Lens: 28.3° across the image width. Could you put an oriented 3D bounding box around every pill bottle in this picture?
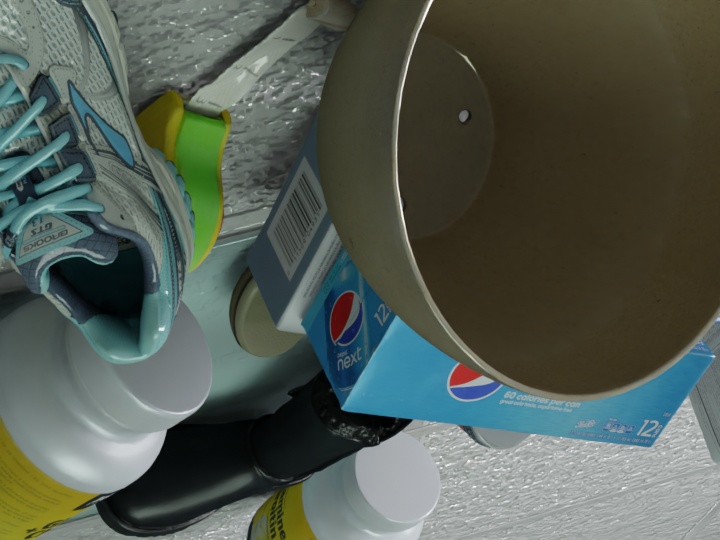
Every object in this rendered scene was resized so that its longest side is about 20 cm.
[{"bbox_3d":[-0.014,0.212,1.226,0.112,0.113,0.200,-3,153,-31],"label":"pill bottle"},{"bbox_3d":[-0.179,0.083,0.791,0.200,0.113,0.112,-31,154,31],"label":"pill bottle"}]

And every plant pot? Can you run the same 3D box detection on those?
[{"bbox_3d":[0.058,-0.055,0.610,0.199,0.202,0.134,-2,-174,-33],"label":"plant pot"}]

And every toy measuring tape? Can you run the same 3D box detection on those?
[{"bbox_3d":[-0.071,-0.046,0.649,0.200,0.074,0.073,-32,153,32],"label":"toy measuring tape"}]

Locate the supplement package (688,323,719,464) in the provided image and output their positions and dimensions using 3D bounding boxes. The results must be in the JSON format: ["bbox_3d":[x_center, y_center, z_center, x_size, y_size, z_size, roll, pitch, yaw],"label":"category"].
[{"bbox_3d":[0.349,0.024,1.013,0.190,0.148,0.200,-10,157,-18],"label":"supplement package"}]

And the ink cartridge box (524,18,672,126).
[{"bbox_3d":[0.202,-0.102,0.714,0.199,0.057,0.162,23,136,-38],"label":"ink cartridge box"}]

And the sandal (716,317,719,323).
[{"bbox_3d":[0.169,0.015,0.900,0.199,0.080,0.087,-20,162,28],"label":"sandal"}]

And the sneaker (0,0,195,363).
[{"bbox_3d":[-0.116,-0.044,0.546,0.077,0.087,0.200,-20,133,12],"label":"sneaker"}]

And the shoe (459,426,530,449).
[{"bbox_3d":[0.137,0.044,1.019,0.200,0.072,0.091,-37,-155,-12],"label":"shoe"}]

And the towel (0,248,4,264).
[{"bbox_3d":[-0.290,0.012,0.658,0.200,0.048,0.171,-30,157,28],"label":"towel"}]

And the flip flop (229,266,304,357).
[{"bbox_3d":[0.000,0.000,0.818,0.200,0.058,0.081,-35,156,30],"label":"flip flop"}]

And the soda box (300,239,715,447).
[{"bbox_3d":[0.077,0.036,0.717,0.199,0.064,0.068,10,123,-32],"label":"soda box"}]

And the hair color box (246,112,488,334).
[{"bbox_3d":[0.052,-0.012,0.752,0.199,0.061,0.099,10,124,-31],"label":"hair color box"}]

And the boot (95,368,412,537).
[{"bbox_3d":[-0.071,0.117,1.010,0.199,0.077,0.168,-8,160,-39],"label":"boot"}]
